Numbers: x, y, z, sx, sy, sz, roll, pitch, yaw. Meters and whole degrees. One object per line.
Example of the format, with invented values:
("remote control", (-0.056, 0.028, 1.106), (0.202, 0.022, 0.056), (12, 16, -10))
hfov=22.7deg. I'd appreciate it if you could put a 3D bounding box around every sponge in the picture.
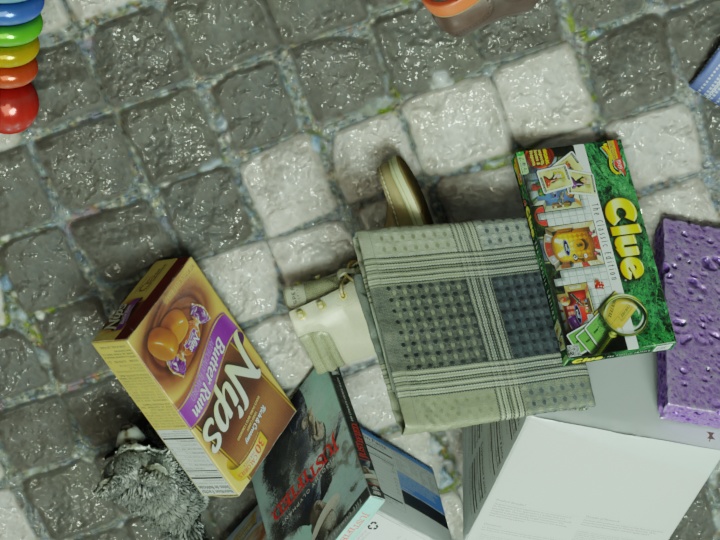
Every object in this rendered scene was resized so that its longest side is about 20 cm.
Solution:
("sponge", (0.326, 0.050, 1.639), (0.110, 0.202, 0.030), (10, 146, -8))

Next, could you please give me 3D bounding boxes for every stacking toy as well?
("stacking toy", (-0.307, -0.208, 1.534), (0.084, 0.086, 0.202), (4, 124, -5))

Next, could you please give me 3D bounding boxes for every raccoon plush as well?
("raccoon plush", (-0.180, 0.231, 1.727), (0.096, 0.134, 0.201), (-35, 102, 9))

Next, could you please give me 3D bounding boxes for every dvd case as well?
("dvd case", (-0.046, 0.197, 1.695), (0.022, 0.201, 0.146), (23, 118, -31))

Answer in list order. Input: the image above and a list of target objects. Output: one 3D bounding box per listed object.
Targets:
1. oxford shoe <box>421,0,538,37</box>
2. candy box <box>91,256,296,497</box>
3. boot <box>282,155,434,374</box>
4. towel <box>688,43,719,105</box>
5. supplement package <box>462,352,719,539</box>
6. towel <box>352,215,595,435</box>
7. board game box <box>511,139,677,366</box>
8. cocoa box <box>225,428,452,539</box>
("oxford shoe", (0.146, -0.270, 1.535), (0.199, 0.072, 0.073), (-28, 145, 9))
("candy box", (-0.152, 0.101, 1.681), (0.056, 0.117, 0.201), (-5, 128, 41))
("boot", (0.000, 0.000, 1.664), (0.153, 0.072, 0.202), (-12, 119, 7))
("towel", (0.416, -0.175, 1.603), (0.198, 0.024, 0.145), (26, 124, -11))
("supplement package", (0.212, 0.156, 1.687), (0.189, 0.148, 0.201), (11, 136, -9))
("towel", (0.096, 0.045, 1.566), (0.198, 0.195, 0.035), (-4, 158, -24))
("board game box", (0.207, -0.019, 1.597), (0.104, 0.202, 0.023), (-7, 159, -14))
("cocoa box", (-0.025, 0.274, 1.772), (0.133, 0.132, 0.200), (31, 114, -26))
